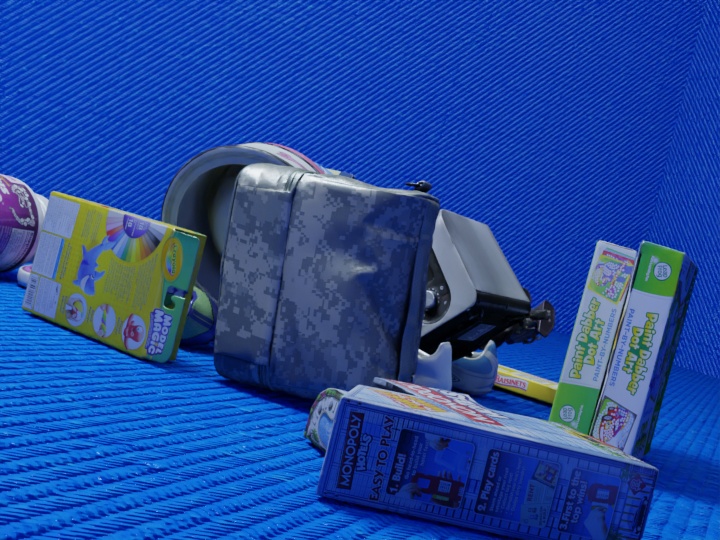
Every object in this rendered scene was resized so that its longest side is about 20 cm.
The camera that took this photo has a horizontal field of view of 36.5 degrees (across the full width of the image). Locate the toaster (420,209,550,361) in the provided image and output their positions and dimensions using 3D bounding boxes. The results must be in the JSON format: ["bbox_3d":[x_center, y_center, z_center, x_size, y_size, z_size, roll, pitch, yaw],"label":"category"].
[{"bbox_3d":[0.073,0.037,1.162,0.180,0.120,0.199,-32,-20,23],"label":"toaster"}]

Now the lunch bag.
[{"bbox_3d":[-0.021,0.017,0.937,0.165,0.204,0.139,9,-2,31],"label":"lunch bag"}]

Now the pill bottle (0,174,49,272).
[{"bbox_3d":[-0.424,-0.055,1.214,0.111,0.114,0.200,15,2,17],"label":"pill bottle"}]

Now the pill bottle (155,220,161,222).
[{"bbox_3d":[-0.196,-0.001,1.386,0.197,0.115,0.113,15,2,25],"label":"pill bottle"}]

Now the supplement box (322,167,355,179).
[{"bbox_3d":[-0.083,-0.031,1.500,0.198,0.135,0.201,15,-32,36],"label":"supplement box"}]

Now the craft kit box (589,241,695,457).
[{"bbox_3d":[0.274,0.082,1.049,0.048,0.201,0.200,18,4,21],"label":"craft kit box"}]

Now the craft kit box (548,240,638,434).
[{"bbox_3d":[0.242,0.077,1.122,0.048,0.203,0.197,16,3,19],"label":"craft kit box"}]

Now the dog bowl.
[{"bbox_3d":[-0.100,-0.039,1.107,0.197,0.203,0.074,15,27,16],"label":"dog bowl"}]

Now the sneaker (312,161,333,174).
[{"bbox_3d":[-0.072,-0.060,1.246,0.077,0.076,0.200,45,31,-5],"label":"sneaker"}]

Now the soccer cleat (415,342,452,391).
[{"bbox_3d":[-0.001,0.080,1.037,0.197,0.079,0.069,15,2,27],"label":"soccer cleat"}]

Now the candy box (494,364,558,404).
[{"bbox_3d":[0.185,0.141,1.465,0.197,0.027,0.102,16,-1,28],"label":"candy box"}]

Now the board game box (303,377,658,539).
[{"bbox_3d":[0.048,0.112,0.700,0.197,0.063,0.199,15,2,-26],"label":"board game box"}]

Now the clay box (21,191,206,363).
[{"bbox_3d":[-0.215,0.006,0.981,0.198,0.117,0.047,17,2,34],"label":"clay box"}]

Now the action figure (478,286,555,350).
[{"bbox_3d":[0.144,0.082,1.355,0.130,0.070,0.199,38,-41,-19],"label":"action figure"}]

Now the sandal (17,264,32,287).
[{"bbox_3d":[-0.313,-0.009,1.275,0.081,0.051,0.202,16,14,21],"label":"sandal"}]

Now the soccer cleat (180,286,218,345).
[{"bbox_3d":[-0.230,0.020,1.101,0.197,0.066,0.084,18,-13,22],"label":"soccer cleat"}]

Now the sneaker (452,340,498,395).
[{"bbox_3d":[0.070,0.093,1.315,0.197,0.074,0.072,14,4,12],"label":"sneaker"}]
